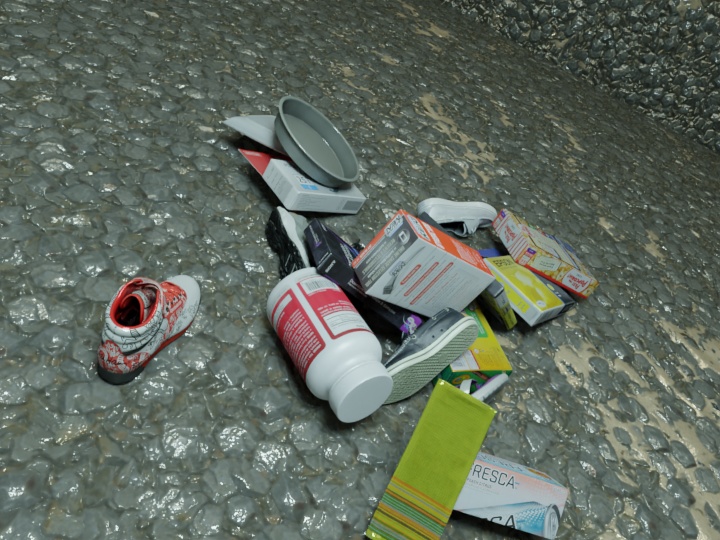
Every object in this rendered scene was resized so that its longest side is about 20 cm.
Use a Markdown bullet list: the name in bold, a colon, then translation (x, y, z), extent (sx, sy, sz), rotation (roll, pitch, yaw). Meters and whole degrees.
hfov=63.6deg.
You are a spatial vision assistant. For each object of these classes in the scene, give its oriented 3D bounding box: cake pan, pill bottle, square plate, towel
- **cake pan**: translation (-0.083, -0.235, 1.079), extent (0.199, 0.037, 0.202), rotation (38, 30, -26)
- **pill bottle**: translation (-0.041, 0.099, 0.788), extent (0.111, 0.113, 0.201), rotation (-6, 43, -34)
- **square plate**: translation (-0.147, -0.271, 1.173), extent (0.198, 0.029, 0.198), rotation (28, 22, 9)
- **towel**: translation (0.086, 0.238, 0.686), extent (0.085, 0.018, 0.202), rotation (29, 80, -6)

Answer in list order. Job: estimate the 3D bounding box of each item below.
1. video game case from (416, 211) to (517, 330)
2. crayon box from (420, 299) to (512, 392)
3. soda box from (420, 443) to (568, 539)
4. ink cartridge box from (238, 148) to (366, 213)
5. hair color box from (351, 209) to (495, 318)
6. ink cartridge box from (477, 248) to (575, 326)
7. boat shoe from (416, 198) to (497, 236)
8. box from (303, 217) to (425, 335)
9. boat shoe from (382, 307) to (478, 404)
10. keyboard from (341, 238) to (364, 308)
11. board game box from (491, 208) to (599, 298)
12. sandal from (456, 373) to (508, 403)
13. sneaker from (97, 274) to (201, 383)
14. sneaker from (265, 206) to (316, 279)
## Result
- **video game case**: translation (0.188, 0.003, 1.016), extent (0.200, 0.025, 0.181), rotation (50, 2, 31)
- **crayon box**: translation (0.150, 0.101, 0.954), extent (0.117, 0.059, 0.202), rotation (4, 44, -27)
- **soda box**: translation (0.157, 0.273, 0.740), extent (0.197, 0.069, 0.064), rotation (20, -3, -8)
- **ink cartridge box**: translation (-0.107, -0.181, 1.099), extent (0.177, 0.045, 0.199), rotation (49, 28, 24)
- **hair color box**: translation (0.095, 0.001, 0.846), extent (0.199, 0.111, 0.064), rotation (22, 30, -45)
- **ink cartridge box**: translation (0.302, 0.013, 1.121), extent (0.200, 0.047, 0.196), rotation (49, 30, 23)
- **boat shoe**: translation (0.210, -0.105, 1.219), extent (0.197, 0.072, 0.070), rotation (6, 63, -34)
- **box**: translation (0.004, 0.010, 0.897), extent (0.199, 0.036, 0.143), rotation (36, 12, -27)
- **boat shoe**: translation (0.081, 0.122, 0.843), extent (0.199, 0.075, 0.062), rotation (-35, 46, -14)
- **keyboard**: translation (0.000, 0.000, 1.014), extent (0.199, 0.039, 0.105), rotation (-29, 87, -48)
- **board game box**: translation (0.381, -0.037, 1.205), extent (0.198, 0.047, 0.152), rotation (25, 27, -21)
- **sandal**: translation (0.145, 0.185, 0.835), extent (0.201, 0.083, 0.050), rotation (-20, 60, -42)
- **sneaker**: translation (-0.257, 0.043, 0.745), extent (0.066, 0.109, 0.202), rotation (27, 38, 2)
- **sneaker**: translation (-0.094, -0.029, 0.952), extent (0.078, 0.074, 0.202), rotation (6, 42, -31)
